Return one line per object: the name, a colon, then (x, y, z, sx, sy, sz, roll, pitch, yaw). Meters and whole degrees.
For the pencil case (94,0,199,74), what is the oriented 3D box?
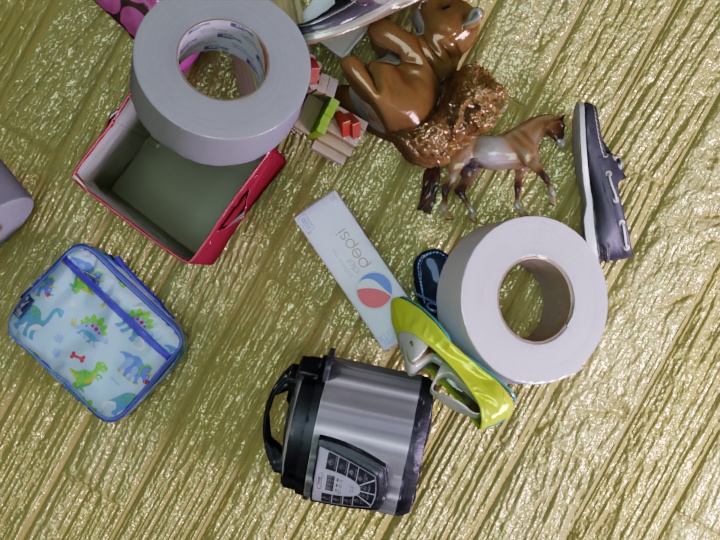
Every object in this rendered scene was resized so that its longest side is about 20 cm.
pencil case: (-0.274, -0.335, 1.718, 0.200, 0.094, 0.091, 42, 88, 3)

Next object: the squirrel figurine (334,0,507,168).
squirrel figurine: (0.091, -0.235, 1.682, 0.187, 0.142, 0.200, -43, 79, -11)

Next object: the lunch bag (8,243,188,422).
lunch bag: (-0.324, 0.074, 1.726, 0.200, 0.082, 0.161, 45, 89, 2)

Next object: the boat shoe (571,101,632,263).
boat shoe: (0.296, -0.109, 1.692, 0.060, 0.074, 0.201, -7, 92, 3)

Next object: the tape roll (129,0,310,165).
tape roll: (-0.159, -0.221, 1.559, 0.199, 0.066, 0.201, 5, 67, -11)

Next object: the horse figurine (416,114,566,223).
horse figurine: (0.161, -0.126, 1.704, 0.199, 0.050, 0.133, -8, 69, 11)

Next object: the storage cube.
storage cube: (-0.212, -0.121, 1.670, 0.200, 0.180, 0.171, 36, 91, 2)

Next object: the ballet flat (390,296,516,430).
ballet flat: (0.092, 0.110, 1.614, 0.067, 0.067, 0.200, -39, 70, -26)

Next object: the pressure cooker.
pressure cooker: (-0.019, 0.195, 1.661, 0.199, 0.179, 0.177, 13, 78, 3)

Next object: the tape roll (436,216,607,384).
tape roll: (0.195, 0.038, 1.661, 0.202, 0.071, 0.203, 2, 85, -23)

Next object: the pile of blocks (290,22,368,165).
pile of blocks: (-0.066, -0.216, 1.649, 0.082, 0.062, 0.200, -41, 99, -19)

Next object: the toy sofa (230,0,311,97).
toy sofa: (-0.111, -0.277, 1.723, 0.083, 0.098, 0.201, -12, 88, -21)

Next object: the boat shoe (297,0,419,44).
boat shoe: (0.006, -0.326, 1.631, 0.199, 0.072, 0.065, -28, 106, -17)

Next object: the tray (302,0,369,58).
tray: (0.014, -0.358, 1.719, 0.200, 0.022, 0.107, -50, 51, 2)

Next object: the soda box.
soda box: (0.000, 0.000, 1.711, 0.064, 0.068, 0.200, -34, 88, 2)

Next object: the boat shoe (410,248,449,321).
boat shoe: (0.126, 0.064, 1.703, 0.084, 0.069, 0.201, -28, 88, 3)

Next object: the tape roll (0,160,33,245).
tape roll: (-0.494, -0.048, 1.668, 0.200, 0.200, 0.066, -40, 87, 2)
